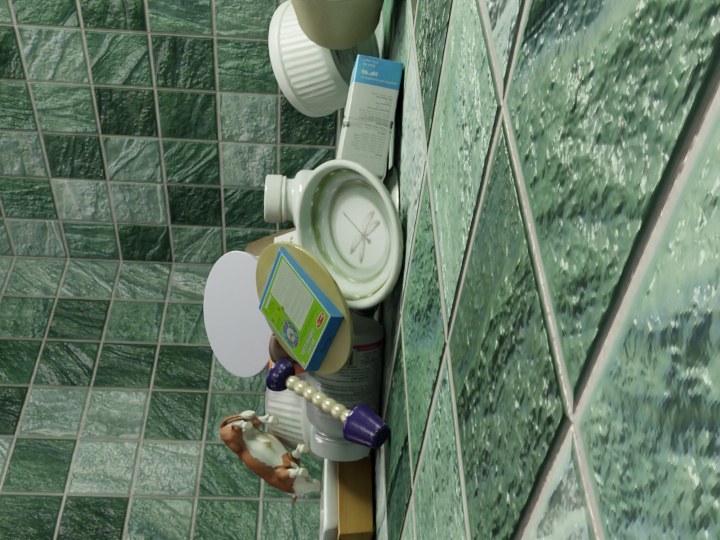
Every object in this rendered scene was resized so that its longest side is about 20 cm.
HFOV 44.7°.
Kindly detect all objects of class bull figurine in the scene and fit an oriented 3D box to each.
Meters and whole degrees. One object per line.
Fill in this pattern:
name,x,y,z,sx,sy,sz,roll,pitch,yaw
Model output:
bull figurine,-0.139,0.301,1.410,0.121,0.200,0.065,-43,12,49

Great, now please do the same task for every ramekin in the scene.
ramekin,-0.075,0.214,1.474,0.200,0.105,0.201,-20,-67,-61
ramekin,-0.052,-0.368,1.479,0.200,0.105,0.201,12,-105,-56

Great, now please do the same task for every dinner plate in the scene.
dinner plate,0.034,-0.052,1.264,0.200,0.024,0.201,-177,90,-87

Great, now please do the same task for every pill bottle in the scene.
pill bottle,-0.025,0.176,1.323,0.113,0.113,0.201,-102,15,-75
pill bottle,-0.077,-0.129,1.631,0.114,0.199,0.115,-178,90,-87

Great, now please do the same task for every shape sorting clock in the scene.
shape sorting clock,-0.079,0.053,1.229,0.200,0.039,0.201,29,130,41

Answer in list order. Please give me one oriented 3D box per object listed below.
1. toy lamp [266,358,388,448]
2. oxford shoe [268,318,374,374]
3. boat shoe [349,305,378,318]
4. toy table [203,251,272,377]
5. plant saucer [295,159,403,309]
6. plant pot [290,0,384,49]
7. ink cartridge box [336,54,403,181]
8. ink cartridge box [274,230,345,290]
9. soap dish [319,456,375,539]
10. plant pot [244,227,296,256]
toy lamp,-0.045,0.188,1.232,0.058,0.200,0.058,-33,-43,-37
oxford shoe,-0.056,0.100,1.385,0.071,0.200,0.073,25,128,45
boat shoe,0.000,0.000,1.430,0.066,0.072,0.201,102,162,-50
toy table,-0.179,0.071,1.448,0.117,0.183,0.201,5,-92,-75
plant saucer,-0.005,-0.050,1.170,0.200,0.050,0.201,15,111,43
plant pot,-0.034,-0.430,1.295,0.184,0.200,0.201,89,-178,-72
ink cartridge box,0.006,-0.188,1.238,0.116,0.068,0.201,169,110,-86
ink cartridge box,-0.071,-0.001,1.317,0.200,0.067,0.116,-16,67,44
soap dish,-0.024,0.400,1.409,0.200,0.081,0.158,97,174,-46
plant pot,-0.102,-0.003,1.567,0.187,0.199,0.188,0,-90,-74
